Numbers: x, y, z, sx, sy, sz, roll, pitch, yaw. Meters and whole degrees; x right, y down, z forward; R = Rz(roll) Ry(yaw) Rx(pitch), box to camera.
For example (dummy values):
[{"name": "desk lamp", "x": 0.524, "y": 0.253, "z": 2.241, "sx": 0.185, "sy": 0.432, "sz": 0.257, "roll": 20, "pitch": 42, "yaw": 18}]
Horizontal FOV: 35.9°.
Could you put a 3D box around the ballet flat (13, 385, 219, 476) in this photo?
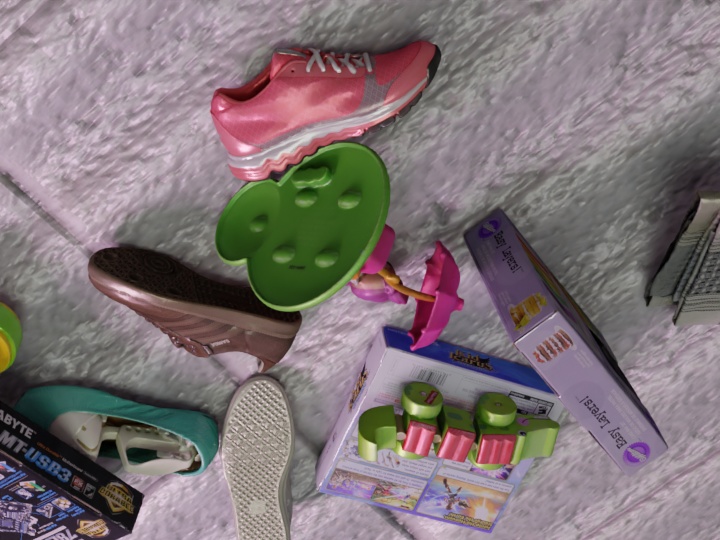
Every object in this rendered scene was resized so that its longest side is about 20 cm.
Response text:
[{"name": "ballet flat", "x": -0.231, "y": 0.156, "z": 1.053, "sx": 0.198, "sy": 0.071, "sz": 0.068, "roll": 11, "pitch": 121, "yaw": -13}]

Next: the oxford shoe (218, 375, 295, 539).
[{"name": "oxford shoe", "x": -0.100, "y": 0.197, "z": 1.107, "sx": 0.075, "sy": 0.058, "sz": 0.202, "roll": -2, "pitch": 106, "yaw": 1}]

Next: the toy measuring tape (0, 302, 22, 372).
[{"name": "toy measuring tape", "x": -0.342, "y": 0.089, "z": 1.005, "sx": 0.073, "sy": 0.074, "sz": 0.201, "roll": 5, "pitch": 126, "yaw": -10}]

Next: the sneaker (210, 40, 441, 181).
[{"name": "sneaker", "x": -0.031, "y": -0.148, "z": 0.900, "sx": 0.199, "sy": 0.074, "sz": 0.087, "roll": -26, "pitch": 116, "yaw": 6}]

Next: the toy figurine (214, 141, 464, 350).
[{"name": "toy figurine", "x": 0.000, "y": 0.000, "z": 0.963, "sx": 0.184, "sy": 0.199, "sz": 0.151, "roll": 35, "pitch": 68, "yaw": -41}]

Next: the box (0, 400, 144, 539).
[{"name": "box", "x": -0.339, "y": 0.206, "z": 1.044, "sx": 0.199, "sy": 0.050, "sz": 0.198, "roll": -28, "pitch": 124, "yaw": 36}]

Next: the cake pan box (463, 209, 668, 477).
[{"name": "cake pan box", "x": 0.180, "y": 0.063, "z": 0.985, "sx": 0.052, "sy": 0.185, "sz": 0.200, "roll": -35, "pitch": 118, "yaw": 13}]

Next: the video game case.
[{"name": "video game case", "x": 0.078, "y": 0.162, "z": 1.111, "sx": 0.199, "sy": 0.046, "sz": 0.182, "roll": 17, "pitch": 115, "yaw": -16}]

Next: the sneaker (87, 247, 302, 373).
[{"name": "sneaker", "x": -0.154, "y": 0.044, "z": 0.997, "sx": 0.199, "sy": 0.071, "sz": 0.076, "roll": 19, "pitch": 117, "yaw": -16}]

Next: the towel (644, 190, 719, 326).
[{"name": "towel", "x": 0.370, "y": -0.004, "z": 1.001, "sx": 0.198, "sy": 0.035, "sz": 0.193, "roll": 3, "pitch": 150, "yaw": 0}]

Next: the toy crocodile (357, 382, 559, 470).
[{"name": "toy crocodile", "x": 0.092, "y": 0.155, "z": 1.046, "sx": 0.198, "sy": 0.062, "sz": 0.068, "roll": 8, "pitch": 118, "yaw": -12}]
